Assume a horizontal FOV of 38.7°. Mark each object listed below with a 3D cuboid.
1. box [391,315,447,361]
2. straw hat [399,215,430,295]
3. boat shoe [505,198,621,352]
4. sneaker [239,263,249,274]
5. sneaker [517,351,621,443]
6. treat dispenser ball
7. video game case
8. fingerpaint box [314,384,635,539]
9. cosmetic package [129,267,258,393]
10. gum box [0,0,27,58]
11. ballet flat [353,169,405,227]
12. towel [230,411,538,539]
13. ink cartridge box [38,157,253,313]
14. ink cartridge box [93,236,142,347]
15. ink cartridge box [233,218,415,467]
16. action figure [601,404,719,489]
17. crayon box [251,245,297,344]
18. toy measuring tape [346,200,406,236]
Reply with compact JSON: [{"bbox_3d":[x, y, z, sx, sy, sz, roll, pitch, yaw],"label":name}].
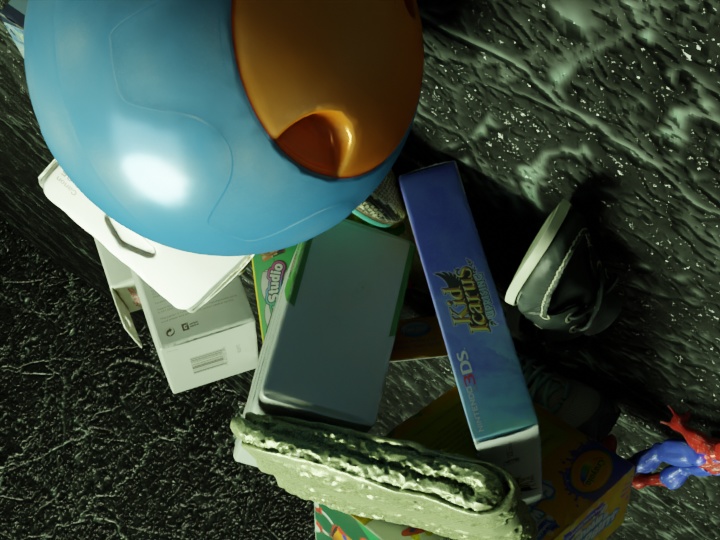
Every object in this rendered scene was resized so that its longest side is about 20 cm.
[{"bbox_3d":[0.042,0.067,0.975,0.119,0.042,0.200,-5,177,-16],"label":"box"},{"bbox_3d":[0.000,0.000,0.914,0.201,0.085,0.201,36,165,11],"label":"straw hat"},{"bbox_3d":[0.136,0.016,0.664,0.066,0.075,0.199,32,165,14],"label":"boat shoe"},{"bbox_3d":[-0.139,-0.038,1.128,0.075,0.085,0.200,58,-170,1],"label":"sneaker"},{"bbox_3d":[0.149,0.115,0.929,0.086,0.078,0.200,48,163,-20],"label":"sneaker"},{"bbox_3d":[-0.067,-0.107,0.525,0.201,0.201,0.201,35,165,11],"label":"treat dispenser ball"},{"bbox_3d":[0.083,0.052,0.735,0.181,0.045,0.200,66,-171,-62],"label":"video game case"},{"bbox_3d":[0.091,0.189,0.822,0.167,0.200,0.073,30,136,35],"label":"fingerpaint box"},{"bbox_3d":[-0.159,-0.009,0.895,0.108,0.085,0.200,97,154,-64],"label":"cosmetic package"},{"bbox_3d":[-0.275,-0.190,1.079,0.170,0.045,0.200,35,166,8],"label":"gum box"},{"bbox_3d":[-0.042,-0.111,0.717,0.200,0.075,0.068,35,-154,15],"label":"ballet flat"},{"bbox_3d":[0.018,0.147,0.701,0.200,0.037,0.148,9,157,21],"label":"towel"},{"bbox_3d":[-0.132,-0.081,0.782,0.147,0.083,0.200,43,-155,-15],"label":"ink cartridge box"},{"bbox_3d":[-0.237,-0.030,1.070,0.117,0.067,0.200,103,148,-75],"label":"ink cartridge box"},{"bbox_3d":[-0.033,0.067,0.790,0.083,0.147,0.200,17,156,-6],"label":"ink cartridge box"},{"bbox_3d":[0.262,0.140,0.782,0.065,0.052,0.200,31,161,-14],"label":"action figure"},{"bbox_3d":[-0.067,0.059,1.076,0.173,0.058,0.200,77,-178,-67],"label":"crayon box"},{"bbox_3d":[-0.030,-0.064,0.816,0.074,0.074,0.200,47,163,-31],"label":"toy measuring tape"}]
